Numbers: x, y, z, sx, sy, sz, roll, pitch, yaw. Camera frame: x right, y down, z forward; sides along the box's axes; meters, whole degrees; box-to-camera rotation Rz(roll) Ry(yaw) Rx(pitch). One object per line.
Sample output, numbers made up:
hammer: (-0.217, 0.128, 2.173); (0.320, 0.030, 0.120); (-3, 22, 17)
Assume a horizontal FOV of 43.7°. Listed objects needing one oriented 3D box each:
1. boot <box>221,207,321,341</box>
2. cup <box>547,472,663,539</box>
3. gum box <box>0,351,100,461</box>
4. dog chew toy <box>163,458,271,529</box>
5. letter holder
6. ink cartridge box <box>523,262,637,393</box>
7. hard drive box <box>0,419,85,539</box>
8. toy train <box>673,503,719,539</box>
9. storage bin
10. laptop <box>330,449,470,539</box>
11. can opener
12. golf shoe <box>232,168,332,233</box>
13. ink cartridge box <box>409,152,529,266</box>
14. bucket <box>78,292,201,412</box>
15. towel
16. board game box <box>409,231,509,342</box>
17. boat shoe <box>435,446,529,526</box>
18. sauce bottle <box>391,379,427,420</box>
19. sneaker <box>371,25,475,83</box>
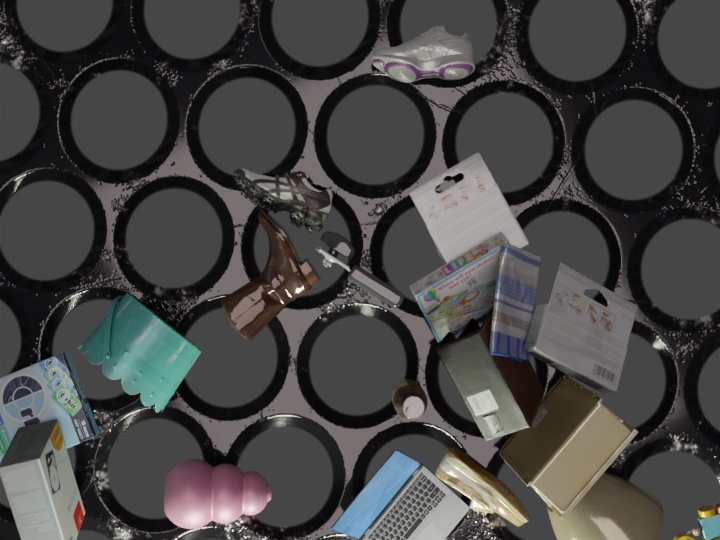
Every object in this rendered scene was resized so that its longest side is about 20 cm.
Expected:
boot: (-0.202, 0.010, 1.704); (0.199, 0.064, 0.188); (-37, 90, 4)
cup: (0.420, 0.440, 1.613); (0.143, 0.200, 0.201); (42, 90, -4)
gum box: (-0.622, 0.271, 1.711); (0.197, 0.045, 0.173); (-22, 90, 1)
dog chew toy: (-0.264, 0.415, 1.671); (0.195, 0.124, 0.127); (1, 89, -7)
letter holder: (0.247, 0.186, 1.678); (0.099, 0.142, 0.202); (-25, 100, 31)
ink cartridge box: (0.413, 0.108, 1.675); (0.198, 0.043, 0.176); (27, 70, -18)
hard drive box: (-0.574, 0.400, 1.626); (0.075, 0.156, 0.204); (-11, 108, -3)
toy train: (0.655, 0.534, 1.691); (0.149, 0.056, 0.202); (35, 93, 0)
storage bin: (0.365, 0.310, 1.625); (0.093, 0.199, 0.201); (40, 90, -11)
laptop: (0.078, 0.459, 1.665); (0.199, 0.116, 0.188); (41, 90, 1)
can opener: (0.000, 0.000, 1.703); (0.199, 0.053, 0.067); (36, 89, 1)
golf shoe: (-0.145, -0.154, 1.706); (0.197, 0.078, 0.096); (29, 72, -1)
ink cartridge box: (0.205, -0.096, 1.708); (0.158, 0.047, 0.202); (-29, 87, 1)
bucket: (-0.398, 0.146, 1.636); (0.206, 0.207, 0.136); (37, 80, 1)
towel: (0.283, 0.060, 1.628); (0.023, 0.146, 0.204); (3, 81, 36)
board game box: (0.202, 0.032, 1.671); (0.198, 0.034, 0.135); (-30, 130, -1)
boat shoe: (0.227, 0.419, 1.691); (0.199, 0.074, 0.070); (39, 102, 2)
sauce bottle: (0.090, 0.237, 1.626); (0.063, 0.200, 0.066); (0, 90, -2)
sneaker: (0.119, -0.413, 1.710); (0.195, 0.075, 0.102); (1, 71, 1)
